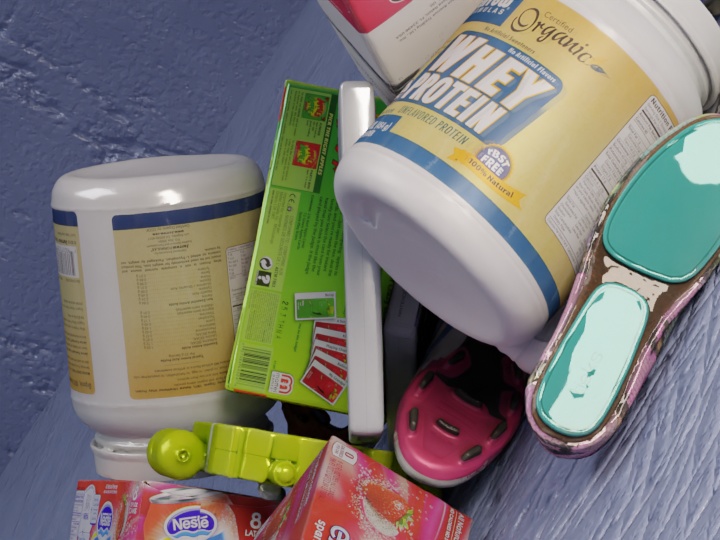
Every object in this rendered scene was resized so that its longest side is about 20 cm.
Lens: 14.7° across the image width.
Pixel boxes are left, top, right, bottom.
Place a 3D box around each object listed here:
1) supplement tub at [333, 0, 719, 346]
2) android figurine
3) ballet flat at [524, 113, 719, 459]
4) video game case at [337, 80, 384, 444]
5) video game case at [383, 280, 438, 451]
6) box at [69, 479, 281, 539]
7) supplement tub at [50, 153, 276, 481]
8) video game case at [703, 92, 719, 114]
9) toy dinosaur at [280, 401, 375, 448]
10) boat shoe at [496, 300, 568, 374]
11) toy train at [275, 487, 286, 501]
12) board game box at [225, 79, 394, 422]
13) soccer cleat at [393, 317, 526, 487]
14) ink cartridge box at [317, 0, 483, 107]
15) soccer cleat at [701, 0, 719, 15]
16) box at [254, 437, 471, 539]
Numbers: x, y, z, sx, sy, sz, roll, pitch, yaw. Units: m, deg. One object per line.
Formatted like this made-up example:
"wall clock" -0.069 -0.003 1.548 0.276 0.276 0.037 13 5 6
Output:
"supplement tub" 0.097 -0.074 1.537 0.200 0.145 0.145 -48 7 -15
"android figurine" -0.039 0.121 1.722 0.200 0.181 0.041 179 101 -78
"ballet flat" 0.146 0.010 1.477 0.201 0.069 0.071 -62 -9 -9
"video game case" 0.000 0.000 1.667 0.182 0.023 0.202 90 179 -85
"video game case" 0.044 0.005 1.783 0.200 0.023 0.183 88 -166 -62
"box" -0.124 0.187 1.780 0.200 0.095 0.101 166 112 -72
"supplement tub" -0.127 0.030 1.864 0.144 0.143 0.202 -130 35 -79
"video game case" 0.227 -0.119 1.549 0.200 0.018 0.144 -47 15 52
"toy dinosaur" 0.012 0.040 1.922 0.200 0.105 0.182 -49 18 37
"boat shoe" 0.124 -0.019 1.629 0.074 0.065 0.201 -51 14 42
"toy train" -0.059 0.215 1.846 0.200 0.085 0.115 142 147 -65
"board game box" -0.015 -0.012 1.787 0.048 0.101 0.202 38 -117 -82
"soccer cleat" 0.065 0.072 1.694 0.201 0.069 0.087 -63 -1 -44
"ink cartridge box" 0.048 -0.178 1.595 0.145 0.084 0.200 -39 -28 -3
"soccer cleat" 0.135 -0.162 1.709 0.199 0.084 0.065 -29 22 -12
"box" -0.015 0.204 1.541 0.096 0.099 0.201 -52 12 37
